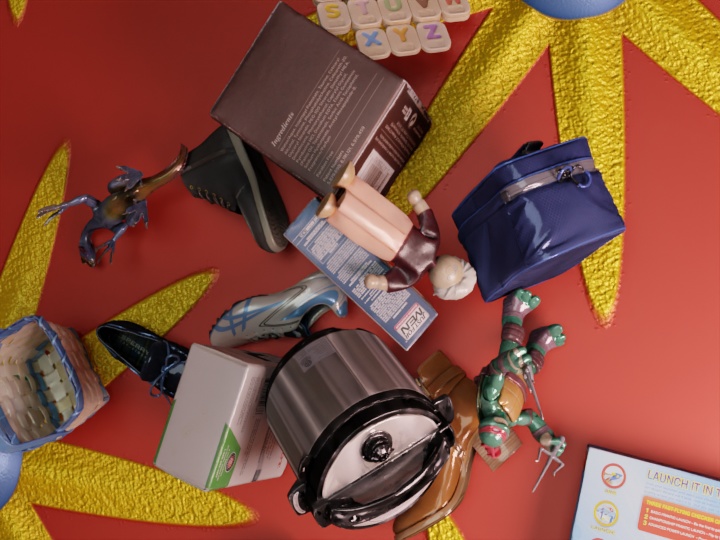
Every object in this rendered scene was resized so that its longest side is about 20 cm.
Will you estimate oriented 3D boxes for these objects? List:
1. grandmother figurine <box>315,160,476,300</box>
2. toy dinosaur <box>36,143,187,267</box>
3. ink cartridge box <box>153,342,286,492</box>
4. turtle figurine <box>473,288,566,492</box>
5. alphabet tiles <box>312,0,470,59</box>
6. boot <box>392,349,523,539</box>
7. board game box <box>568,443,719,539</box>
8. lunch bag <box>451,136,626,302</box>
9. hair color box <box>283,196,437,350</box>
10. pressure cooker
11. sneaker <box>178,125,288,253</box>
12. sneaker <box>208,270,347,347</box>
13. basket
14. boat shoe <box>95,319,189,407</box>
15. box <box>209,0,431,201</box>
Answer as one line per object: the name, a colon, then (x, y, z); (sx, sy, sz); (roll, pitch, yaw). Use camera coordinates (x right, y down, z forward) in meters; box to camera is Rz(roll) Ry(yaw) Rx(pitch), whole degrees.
grandmother figurine: (0.045, -0.030, 0.944); (0.198, 0.061, 0.123); (32, 94, -12)
toy dinosaur: (-0.331, -0.071, 1.159); (0.198, 0.181, 0.107); (-27, 92, -31)
ink cartridge box: (-0.145, 0.174, 1.015); (0.082, 0.200, 0.150); (17, 87, 21)
turtle figurine: (0.174, 0.130, 0.935); (0.099, 0.151, 0.202); (-2, 47, 28)
alphabet tiles: (0.037, -0.349, 1.074); (0.195, 0.015, 0.199); (-9, 58, -9)
boot: (0.079, 0.211, 1.016); (0.199, 0.074, 0.155); (-42, 72, -1)
board game box: (0.329, 0.317, 0.932); (0.196, 0.056, 0.200); (13, 86, 16)
lunch bag: (0.192, -0.065, 0.943); (0.133, 0.200, 0.135); (-18, 77, -21)
hair color box: (0.000, 0.000, 1.016); (0.200, 0.100, 0.061); (44, 94, -5)
pressure cooker: (-0.002, 0.183, 0.929); (0.178, 0.176, 0.200); (-61, 39, 15)
sneaker: (-0.170, -0.094, 1.130); (0.105, 0.075, 0.203); (-29, 67, 15)
sneaker: (-0.108, 0.064, 1.085); (0.197, 0.072, 0.074); (-23, 71, 13)
basket: (-0.436, 0.151, 1.099); (0.138, 0.200, 0.178); (-34, 74, 8)
boat shoe: (-0.275, 0.130, 1.125); (0.196, 0.069, 0.086); (19, 88, 17)
box: (-0.044, -0.190, 1.050); (0.198, 0.166, 0.166); (36, 94, 16)
